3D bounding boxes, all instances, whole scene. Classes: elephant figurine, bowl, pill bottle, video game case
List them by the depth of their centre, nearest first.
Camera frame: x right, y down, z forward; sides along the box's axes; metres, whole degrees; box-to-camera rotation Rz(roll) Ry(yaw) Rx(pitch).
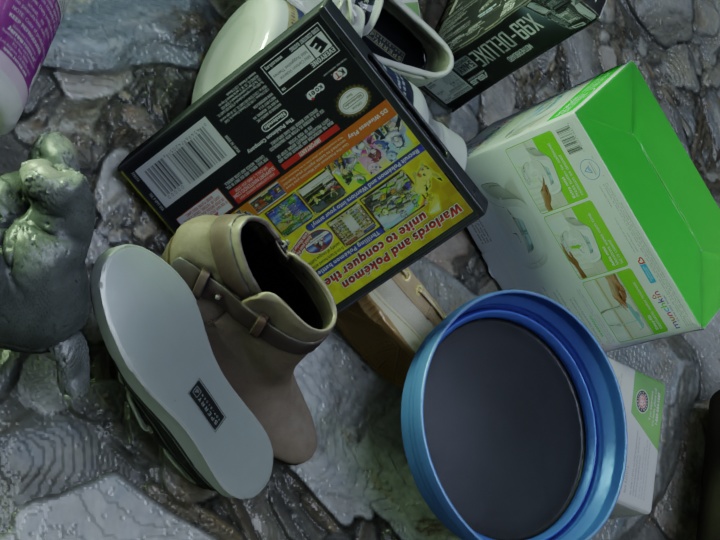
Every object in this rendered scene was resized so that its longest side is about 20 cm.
[{"bbox_3d":[-0.270,-0.016,0.889,0.198,0.143,0.156,-3,37,-29],"label":"elephant figurine"},{"bbox_3d":[-0.244,-0.195,0.954,0.112,0.112,0.202,30,61,-27],"label":"pill bottle"},{"bbox_3d":[-0.042,-0.060,1.022,0.181,0.199,0.026,50,25,-14],"label":"video game case"},{"bbox_3d":[0.116,0.117,1.097,0.199,0.039,0.203,9,74,-32],"label":"bowl"},{"bbox_3d":[-0.019,-0.113,1.101,0.199,0.111,0.112,28,62,-27],"label":"pill bottle"}]

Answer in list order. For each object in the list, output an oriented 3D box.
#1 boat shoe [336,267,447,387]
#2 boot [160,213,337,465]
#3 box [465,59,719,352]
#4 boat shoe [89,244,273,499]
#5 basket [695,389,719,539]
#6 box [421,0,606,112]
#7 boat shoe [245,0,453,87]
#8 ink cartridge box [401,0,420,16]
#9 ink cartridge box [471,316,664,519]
[{"bbox_3d":[0.000,0.000,1.113,0.201,0.073,0.069,53,50,-24],"label":"boat shoe"},{"bbox_3d":[-0.064,0.049,0.998,0.200,0.146,0.070,48,53,-16],"label":"boot"},{"bbox_3d":[0.187,-0.040,1.193,0.097,0.176,0.201,-40,101,-35],"label":"box"},{"bbox_3d":[-0.132,0.073,0.971,0.071,0.063,0.201,-46,121,-37],"label":"boat shoe"},{"bbox_3d":[0.370,0.210,1.292,0.179,0.136,0.202,18,63,-26],"label":"basket"},{"bbox_3d":[0.138,-0.236,1.199,0.050,0.199,0.159,36,58,-18],"label":"box"},{"bbox_3d":[-0.009,-0.199,1.124,0.199,0.065,0.073,34,70,-33],"label":"boat shoe"},{"bbox_3d":[-0.023,-0.264,1.185,0.144,0.048,0.203,-12,99,-38],"label":"ink cartridge box"},{"bbox_3d":[0.153,0.119,1.191,0.199,0.067,0.118,25,65,-30],"label":"ink cartridge box"}]
